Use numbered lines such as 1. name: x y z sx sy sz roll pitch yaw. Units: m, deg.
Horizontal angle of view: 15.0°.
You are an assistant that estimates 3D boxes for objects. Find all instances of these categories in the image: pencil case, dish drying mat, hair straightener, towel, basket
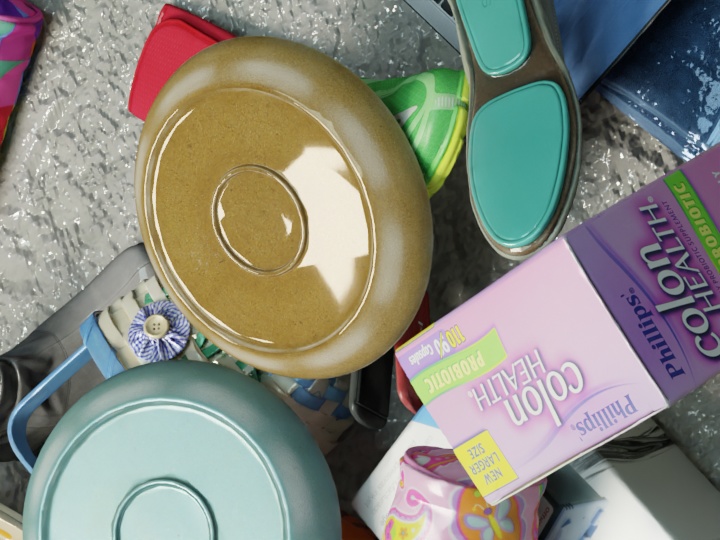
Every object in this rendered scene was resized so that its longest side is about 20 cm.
1. pencil case: 0.046 0.196 1.486 0.087 0.087 0.201 16 103 35
2. pencil case: -0.276 -0.095 1.819 0.088 0.088 0.200 29 107 32
3. dish drying mat: -0.073 -0.099 1.688 0.200 0.018 0.077 31 106 41
4. hair straightener: 0.000 0.000 1.617 0.077 0.041 0.200 -19 64 31
5. towel: 0.212 -0.099 1.480 0.200 0.048 0.112 43 114 28
6. basket: -0.109 0.090 1.664 0.200 0.139 0.176 -49 64 16

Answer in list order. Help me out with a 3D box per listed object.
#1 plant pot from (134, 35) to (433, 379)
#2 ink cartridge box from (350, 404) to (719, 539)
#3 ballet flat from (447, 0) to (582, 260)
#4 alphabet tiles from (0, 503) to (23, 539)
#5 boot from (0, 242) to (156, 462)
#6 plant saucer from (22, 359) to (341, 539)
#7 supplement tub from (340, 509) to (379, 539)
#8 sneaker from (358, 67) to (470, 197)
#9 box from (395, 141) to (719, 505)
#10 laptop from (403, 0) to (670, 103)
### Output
1. plant pot: -0.051 -0.030 1.531 0.200 0.027 0.201 13 114 30
2. ink cartridge box: 0.113 0.147 1.536 0.200 0.086 0.147 49 117 27
3. ballet flat: 0.089 -0.092 1.452 0.067 0.064 0.200 -19 63 24
4. alphabet tiles: -0.265 0.198 1.784 0.195 0.015 0.200 30 140 4
5. boot: -0.208 0.061 1.740 0.200 0.132 0.070 -51 61 25
6. plant saucer: -0.109 0.151 1.570 0.200 0.027 0.201 -1 87 20
7. supplement tub: -0.055 0.242 1.625 0.123 0.122 0.200 43 101 27
8. sneaker: -0.013 -0.077 1.541 0.200 0.083 0.074 -10 63 50
9. box: 0.150 0.012 1.394 0.097 0.200 0.176 57 146 3
10. laptop: 0.081 -0.188 1.525 0.200 0.116 0.187 44 117 5
